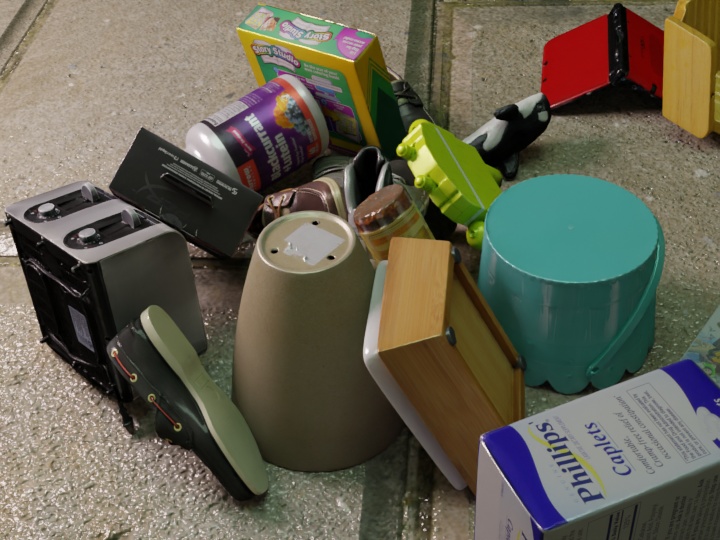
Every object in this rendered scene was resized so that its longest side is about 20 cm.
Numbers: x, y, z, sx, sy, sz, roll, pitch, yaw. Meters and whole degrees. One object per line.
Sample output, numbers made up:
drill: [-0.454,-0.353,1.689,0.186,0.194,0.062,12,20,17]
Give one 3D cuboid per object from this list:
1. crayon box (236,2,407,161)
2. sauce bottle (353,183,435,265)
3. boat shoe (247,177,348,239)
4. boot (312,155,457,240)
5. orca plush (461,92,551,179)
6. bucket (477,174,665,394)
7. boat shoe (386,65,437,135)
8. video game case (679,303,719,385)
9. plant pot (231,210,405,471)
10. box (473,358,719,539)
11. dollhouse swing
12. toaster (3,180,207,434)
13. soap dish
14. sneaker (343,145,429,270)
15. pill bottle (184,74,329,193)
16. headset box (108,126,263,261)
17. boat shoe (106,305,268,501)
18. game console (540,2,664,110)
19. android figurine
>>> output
crayon box: [-0.048,-0.238,1.438,0.198,0.174,0.058,22,59,33]
sauce bottle: [0.065,0.013,1.120,0.065,0.202,0.066,-29,20,12]
boat shoe: [-0.076,-0.058,1.260,0.071,0.074,0.199,-18,9,-24]
boot: [0.026,-0.101,1.367,0.196,0.069,0.131,6,35,10]
orca plush: [0.170,-0.148,1.408,0.198,0.105,0.072,-28,75,-31]
bucket: [0.214,0.006,1.161,0.203,0.136,0.209,-2,41,2]
boat shoe: [0.043,-0.224,1.512,0.072,0.066,0.200,-22,43,-23]
video game case: [0.409,0.091,1.136,0.142,0.018,0.200,23,46,30]
plant pot: [-0.043,0.051,1.076,0.183,0.203,0.189,-2,38,1]
box: [0.197,0.194,0.895,0.197,0.186,0.105,-17,42,-17]
dollhouse swing: [0.512,-0.265,1.446,0.174,0.185,0.199,19,37,39]
toaster: [-0.258,0.024,1.149,0.118,0.203,0.180,-29,37,-32]
soap dish: [0.084,0.084,1.026,0.080,0.201,0.159,-20,32,22]
sneaker: [0.027,-0.093,1.201,0.074,0.117,0.201,-1,36,13]
pill bottle: [-0.146,-0.148,1.389,0.198,0.113,0.111,-34,47,-19]
headset box: [-0.189,-0.078,1.217,0.147,0.200,0.076,29,85,-7]
boat shoe: [-0.159,0.132,1.047,0.063,0.203,0.074,-37,-3,10]
game console: [0.357,-0.274,1.586,0.170,0.119,0.202,28,40,-11]
android figurine: [0.113,-0.099,1.272,0.199,0.041,0.184,12,43,-52]
